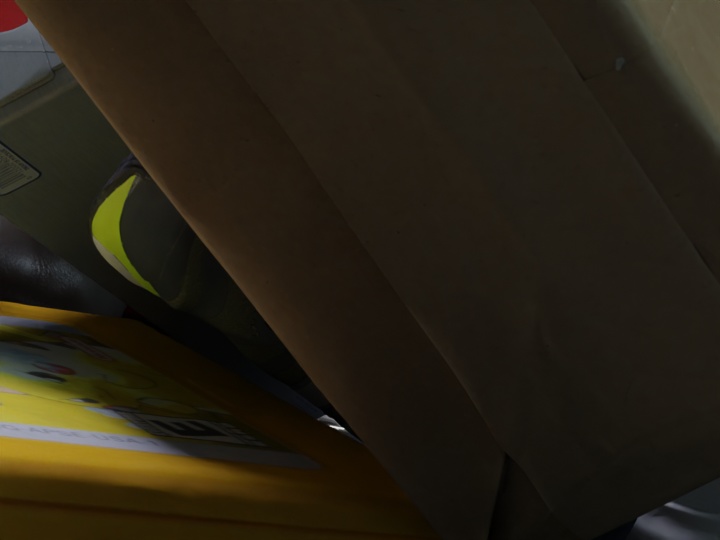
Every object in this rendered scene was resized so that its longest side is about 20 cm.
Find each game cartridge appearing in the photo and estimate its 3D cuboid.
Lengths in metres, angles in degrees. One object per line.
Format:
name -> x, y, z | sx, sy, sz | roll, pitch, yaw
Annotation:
game cartridge -> -0.102, 0.028, 0.585 | 0.200, 0.033, 0.176 | 11, 7, -32

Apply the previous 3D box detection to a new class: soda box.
soda box -> -0.039, -0.030, 0.694 | 0.063, 0.068, 0.200 | -27, -28, 13

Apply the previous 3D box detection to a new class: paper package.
paper package -> 0.031, -0.075, 0.569 | 0.103, 0.191, 0.200 | -24, 25, 29

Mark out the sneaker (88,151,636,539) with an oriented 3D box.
sneaker -> 0.013, 0.009, 0.638 | 0.081, 0.074, 0.200 | 42, 5, 34

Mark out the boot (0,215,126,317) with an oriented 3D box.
boot -> -0.156, -0.063, 0.787 | 0.200, 0.187, 0.064 | 7, -33, -27

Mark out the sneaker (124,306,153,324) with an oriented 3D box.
sneaker -> 0.000, 0.000, 0.841 | 0.075, 0.081, 0.200 | -12, 7, -42

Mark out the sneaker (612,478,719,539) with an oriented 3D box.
sneaker -> 0.141, 0.022, 0.764 | 0.074, 0.116, 0.200 | 15, 6, 30
